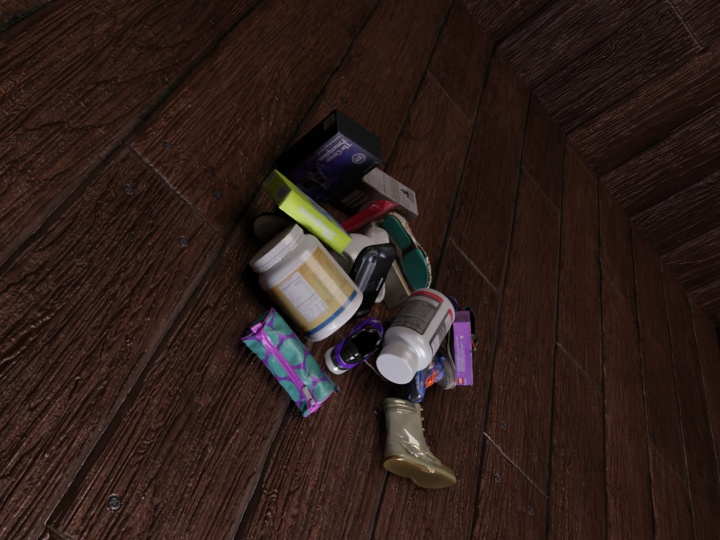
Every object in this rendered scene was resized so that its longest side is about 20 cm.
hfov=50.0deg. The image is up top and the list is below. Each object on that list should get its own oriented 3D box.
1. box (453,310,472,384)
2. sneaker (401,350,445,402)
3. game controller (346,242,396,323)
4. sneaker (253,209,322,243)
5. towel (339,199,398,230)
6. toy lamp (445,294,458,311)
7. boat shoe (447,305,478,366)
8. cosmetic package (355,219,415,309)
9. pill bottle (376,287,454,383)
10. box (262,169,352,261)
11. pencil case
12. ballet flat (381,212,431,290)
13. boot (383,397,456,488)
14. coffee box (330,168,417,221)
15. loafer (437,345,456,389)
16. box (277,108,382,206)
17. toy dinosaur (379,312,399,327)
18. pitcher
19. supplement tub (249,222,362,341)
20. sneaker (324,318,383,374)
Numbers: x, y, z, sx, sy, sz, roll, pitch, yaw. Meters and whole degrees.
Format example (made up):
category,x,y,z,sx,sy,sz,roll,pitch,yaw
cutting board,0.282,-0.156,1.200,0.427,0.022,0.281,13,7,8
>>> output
category,x,y,z,sx,sy,sz,roll,pitch,yaw
box,0.233,0.171,1.753,0.200,0.039,0.138,-24,112,-81
sneaker,0.145,0.218,1.678,0.078,0.076,0.200,25,31,1
game controller,0.009,0.027,1.615,0.042,0.201,0.104,42,36,25
sneaker,-0.165,-0.114,1.621,0.199,0.073,0.113,16,47,-55
towel,0.012,-0.119,1.727,0.023,0.144,0.200,61,11,1
toy lamp,0.210,0.098,1.907,0.058,0.058,0.200,57,15,-2
boat shoe,0.261,0.177,1.947,0.074,0.063,0.203,35,41,-35
cosmetic package,0.071,-0.018,1.843,0.103,0.073,0.201,-20,81,-56
pill bottle,0.112,0.137,1.605,0.111,0.110,0.200,49,46,-13
box,-0.099,-0.110,1.549,0.200,0.048,0.122,38,6,-35
pencil case,-0.131,0.168,1.416,0.200,0.085,0.092,52,5,-9
ballet flat,0.118,-0.048,1.799,0.064,0.075,0.201,-15,79,-62
boot,0.122,0.360,1.611,0.199,0.072,0.156,32,39,-34
coffee box,0.031,-0.177,1.881,0.199,0.114,0.080,26,45,-38
loafer,0.154,0.189,1.802,0.062,0.072,0.201,-7,63,-37
box,-0.069,-0.247,1.724,0.141,0.199,0.079,25,45,-38
toy dinosaur,0.095,0.137,1.723,0.077,0.102,0.201,45,34,-18
pitcher,0.000,0.000,1.711,0.200,0.120,0.173,-23,103,-63
supplement tub,-0.107,0.022,1.510,0.200,0.144,0.145,50,34,-12
sneaker,0.014,0.146,1.607,0.070,0.099,0.200,54,35,-2
